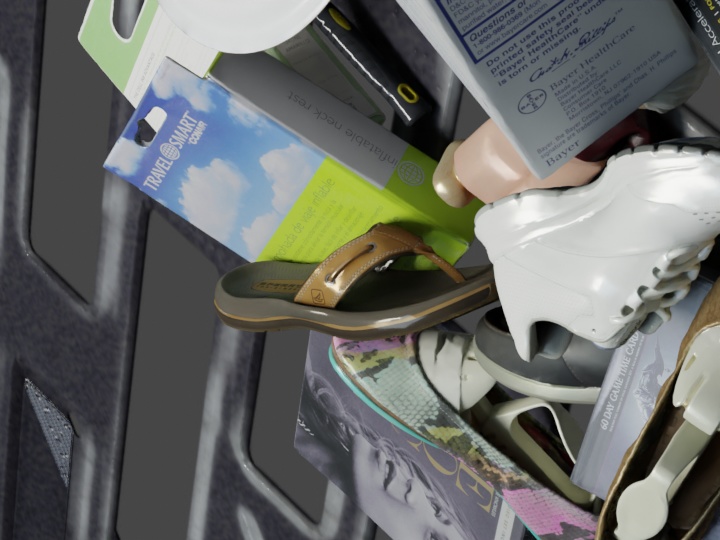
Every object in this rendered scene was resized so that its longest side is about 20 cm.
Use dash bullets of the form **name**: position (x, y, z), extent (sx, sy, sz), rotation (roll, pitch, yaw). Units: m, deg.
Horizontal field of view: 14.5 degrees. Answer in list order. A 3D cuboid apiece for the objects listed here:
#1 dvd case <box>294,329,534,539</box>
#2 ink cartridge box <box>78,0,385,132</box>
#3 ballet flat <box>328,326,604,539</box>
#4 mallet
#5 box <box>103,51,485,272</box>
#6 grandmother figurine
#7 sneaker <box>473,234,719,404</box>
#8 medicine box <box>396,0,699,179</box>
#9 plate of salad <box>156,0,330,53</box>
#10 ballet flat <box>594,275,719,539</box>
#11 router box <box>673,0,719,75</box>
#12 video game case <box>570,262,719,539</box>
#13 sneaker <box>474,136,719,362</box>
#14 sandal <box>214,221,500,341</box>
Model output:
- **dvd case**: position (0.033, 0.113, 1.741), extent (0.200, 0.016, 0.149), rotation (40, 140, 31)
- **ink cartridge box**: position (-0.081, -0.116, 1.713), extent (0.200, 0.048, 0.146), rotation (52, 145, 17)
- **ballet flat**: position (0.075, 0.082, 1.588), extent (0.200, 0.069, 0.071), rotation (41, 126, -12)
- **mallet**: position (-0.039, -0.155, 1.615), extent (0.200, 0.066, 0.041), rotation (53, 143, 15)
- **box**: position (-0.037, -0.049, 1.623), extent (0.200, 0.048, 0.122), rotation (33, 141, -3)
- **grandmother figurine**: position (0.111, -0.080, 1.474), extent (0.121, 0.061, 0.200), rotation (38, 145, -12)
- **sneaker**: position (0.139, 0.012, 1.487), extent (0.199, 0.075, 0.107), rotation (8, 115, 41)
- **medicine box**: position (0.049, -0.175, 1.341), extent (0.182, 0.103, 0.200), rotation (54, -179, 35)
- **plate of salad**: position (-0.054, -0.217, 1.534), extent (0.200, 0.048, 0.201), rotation (-2, 87, 45)
- **ballet flat**: position (0.164, 0.077, 1.372), extent (0.068, 0.072, 0.200), rotation (36, 124, 11)
- **router box**: position (0.195, -0.162, 1.302), extent (0.200, 0.051, 0.149), rotation (59, 148, 7)
- **video game case**: position (0.211, 0.091, 1.405), extent (0.199, 0.019, 0.143), rotation (27, 121, 19)
- **sneaker**: position (0.136, -0.011, 1.363), extent (0.200, 0.074, 0.088), rotation (-25, 72, 54)
- **sandal**: position (0.000, 0.000, 1.573), extent (0.199, 0.082, 0.055), rotation (3, 112, 39)
